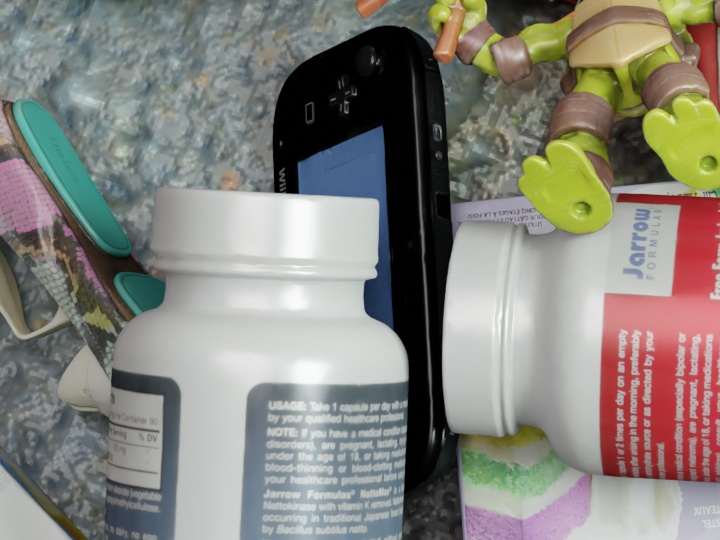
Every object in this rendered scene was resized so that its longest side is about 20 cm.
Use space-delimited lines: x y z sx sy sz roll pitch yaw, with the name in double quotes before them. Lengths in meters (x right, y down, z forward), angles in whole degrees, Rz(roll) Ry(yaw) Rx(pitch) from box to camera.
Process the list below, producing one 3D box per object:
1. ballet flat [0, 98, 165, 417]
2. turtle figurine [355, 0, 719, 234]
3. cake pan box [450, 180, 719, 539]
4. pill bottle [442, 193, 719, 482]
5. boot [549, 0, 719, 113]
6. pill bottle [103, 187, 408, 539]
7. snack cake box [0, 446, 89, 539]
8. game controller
"ballet flat" -0.117 0.014 1.268 0.071 0.069 0.200 -45 70 14
"turtle figurine" 0.095 -0.081 1.153 0.198 0.065 0.162 -7 37 9
"cake pan box" 0.137 0.056 1.218 0.198 0.052 0.186 -4 77 8
"pill bottle" 0.136 0.027 1.141 0.198 0.112 0.113 3 76 9
"boot" 0.104 -0.113 1.247 0.143 0.073 0.201 -10 56 7
"pill bottle" -0.040 0.070 1.151 0.119 0.120 0.202 3 92 10
"snack cake box" -0.191 0.122 1.245 0.115 0.067 0.200 -45 73 -3
"game controller" 0.000 0.000 1.237 0.104 0.042 0.201 -16 70 42
